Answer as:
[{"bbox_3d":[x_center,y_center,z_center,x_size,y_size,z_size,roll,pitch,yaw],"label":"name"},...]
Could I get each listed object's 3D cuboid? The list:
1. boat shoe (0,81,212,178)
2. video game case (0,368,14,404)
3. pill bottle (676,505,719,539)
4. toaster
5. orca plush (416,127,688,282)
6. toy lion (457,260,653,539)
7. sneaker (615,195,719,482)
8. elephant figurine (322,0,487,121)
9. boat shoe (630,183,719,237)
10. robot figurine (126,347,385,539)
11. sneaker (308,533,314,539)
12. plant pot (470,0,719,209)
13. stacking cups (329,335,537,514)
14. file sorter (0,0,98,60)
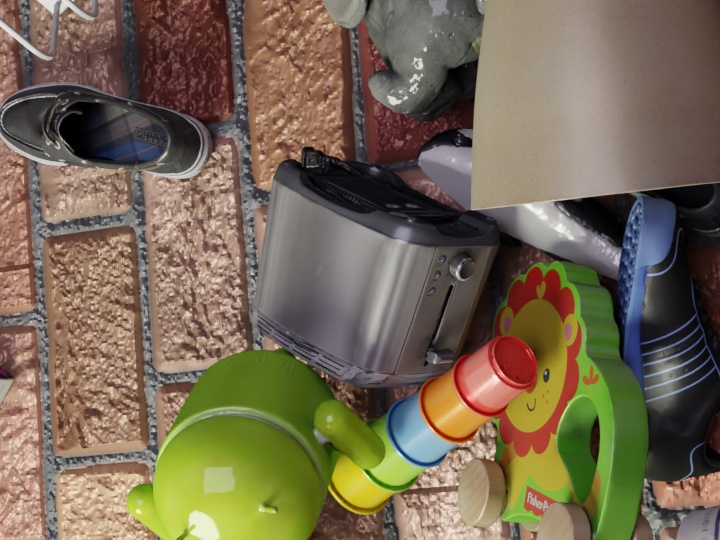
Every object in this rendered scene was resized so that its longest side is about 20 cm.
[{"bbox_3d":[-0.215,-0.110,1.498,0.199,0.066,0.070,16,93,26],"label":"boat shoe"},{"bbox_3d":[-0.407,0.115,1.591,0.200,0.036,0.182,33,101,24],"label":"video game case"},{"bbox_3d":[0.310,0.191,1.199,0.199,0.111,0.111,-15,80,24],"label":"pill bottle"},{"bbox_3d":[0.000,0.000,1.347,0.200,0.113,0.130,27,109,42],"label":"toaster"},{"bbox_3d":[0.141,-0.057,1.323,0.200,0.105,0.071,23,65,28],"label":"orca plush"},{"bbox_3d":[0.135,0.092,1.268,0.200,0.068,0.193,-157,77,-67],"label":"toy lion"},{"bbox_3d":[0.211,0.046,1.261,0.078,0.070,0.201,1,112,0],"label":"sneaker"},{"bbox_3d":[0.017,-0.214,1.350,0.155,0.141,0.200,-45,74,25],"label":"elephant figurine"},{"bbox_3d":[0.182,-0.097,1.308,0.200,0.062,0.073,42,103,22],"label":"boat shoe"},{"bbox_3d":[-0.076,0.129,1.299,0.175,0.200,0.116,-24,106,16],"label":"robot figurine"},{"bbox_3d":[-0.084,0.190,1.390,0.067,0.108,0.202,-25,76,22],"label":"sneaker"},{"bbox_3d":[0.151,-0.147,1.175,0.187,0.187,0.201,-5,92,25],"label":"plant pot"},{"bbox_3d":[0.050,0.102,1.318,0.200,0.060,0.061,-43,68,42],"label":"stacking cups"},{"bbox_3d":[-0.218,-0.284,1.448,0.200,0.139,0.125,-41,28,17],"label":"file sorter"}]
